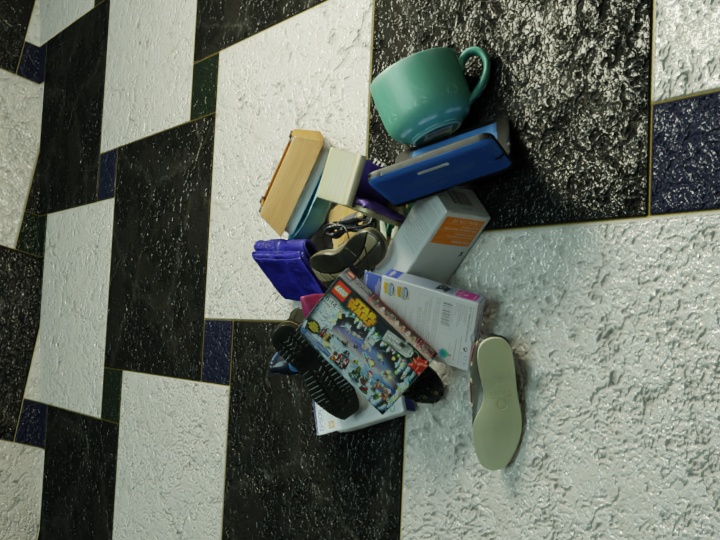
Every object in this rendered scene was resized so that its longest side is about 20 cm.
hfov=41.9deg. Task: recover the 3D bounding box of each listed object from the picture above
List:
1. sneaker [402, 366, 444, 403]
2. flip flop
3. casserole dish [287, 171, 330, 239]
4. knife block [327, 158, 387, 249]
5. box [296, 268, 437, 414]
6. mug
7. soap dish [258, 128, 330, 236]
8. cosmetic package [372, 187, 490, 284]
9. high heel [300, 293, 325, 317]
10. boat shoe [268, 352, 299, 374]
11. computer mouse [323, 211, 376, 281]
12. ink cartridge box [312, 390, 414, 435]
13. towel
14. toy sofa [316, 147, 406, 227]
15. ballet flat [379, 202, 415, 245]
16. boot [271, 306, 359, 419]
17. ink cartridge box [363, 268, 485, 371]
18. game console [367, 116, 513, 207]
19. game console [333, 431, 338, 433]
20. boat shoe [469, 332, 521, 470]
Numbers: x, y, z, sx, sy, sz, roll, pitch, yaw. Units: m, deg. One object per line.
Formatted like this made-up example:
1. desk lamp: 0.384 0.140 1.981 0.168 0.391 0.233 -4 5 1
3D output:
1. sneaker: 0.051 0.164 1.574 0.197 0.072 0.073 22 93 15
2. flip flop: -0.015 -0.023 1.597 0.082 0.057 0.199 54 137 -3
3. casserole dish: -0.094 -0.111 1.829 0.200 0.038 0.123 135 156 -64
4. knife block: 0.017 -0.094 1.701 0.175 0.063 0.203 -34 58 48
5. box: 0.008 0.115 1.506 0.200 0.040 0.137 43 120 6
6. mug: 0.114 -0.278 1.517 0.184 0.151 0.116 -29 79 44
7. soap dish: -0.131 -0.180 1.842 0.158 0.080 0.202 -108 43 -74
8. cosmetic package: 0.112 -0.039 1.531 0.201 0.100 0.072 -58 44 33
9. high heel: -0.058 0.039 1.694 0.067 0.097 0.201 -22 22 28
10. boat shoe: -0.128 0.146 1.778 0.067 0.200 0.086 -10 92 10
11. computer mouse: 0.000 0.000 1.652 0.108 0.044 0.203 -19 76 31
12. ink cartridge box: -0.004 0.178 1.676 0.198 0.040 0.203 -21 68 33
13. towel: -0.130 0.006 1.846 0.199 0.049 0.149 3 128 55
14. toy sofa: 0.020 -0.129 1.503 0.096 0.199 0.084 19 92 24
15. ballet flat: 0.072 -0.113 1.622 0.067 0.069 0.204 16 98 59
16. boot: -0.066 0.154 1.664 0.077 0.138 0.201 -33 98 14
17. ink cartridge box: 0.095 0.073 1.492 0.197 0.042 0.121 15 116 19
18. game console: 0.120 -0.185 1.422 0.197 0.170 0.120 -18 69 20
19. game console: -0.020 0.192 1.746 0.176 0.031 0.203 -25 66 51
20. boat shoe: 0.201 0.196 1.414 0.063 0.072 0.205 -86 -6 -84
